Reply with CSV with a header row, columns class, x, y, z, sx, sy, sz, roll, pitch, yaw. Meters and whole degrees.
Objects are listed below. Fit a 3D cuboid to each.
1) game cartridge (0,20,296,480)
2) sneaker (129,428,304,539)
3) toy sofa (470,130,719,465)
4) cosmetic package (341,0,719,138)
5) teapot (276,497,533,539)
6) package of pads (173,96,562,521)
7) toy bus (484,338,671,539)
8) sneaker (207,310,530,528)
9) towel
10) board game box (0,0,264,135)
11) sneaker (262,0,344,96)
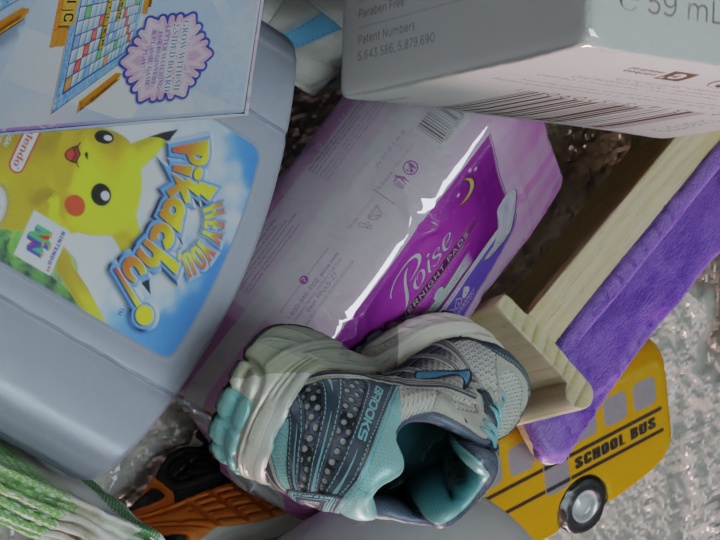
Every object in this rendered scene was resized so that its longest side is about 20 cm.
class,x,y,z,sx,sy,sz,roll,pitch,yaw
game cartridge,-0.103,-0.029,1.071,0.133,0.040,0.201,32,69,-28
sneaker,-0.071,0.136,1.246,0.199,0.076,0.092,-30,134,-22
toy sofa,0.127,-0.008,1.294,0.098,0.083,0.200,48,62,-12
cosmetic package,0.103,-0.163,1.048,0.164,0.165,0.201,4,85,-32
teapot,0.029,0.200,1.203,0.200,0.146,0.197,-42,143,0
package of pads,0.000,0.000,1.180,0.200,0.075,0.121,-53,157,-12
toy bus,0.057,0.097,1.330,0.199,0.065,0.079,-25,121,-30
sneaker,0.022,0.071,1.110,0.200,0.086,0.078,-5,123,-58
towel,-0.183,0.057,1.063,0.200,0.149,0.031,30,90,-41
board game box,-0.119,-0.145,0.974,0.198,0.041,0.201,-6,120,-32
sneaker,-0.009,-0.125,1.194,0.199,0.076,0.081,-12,124,-30
